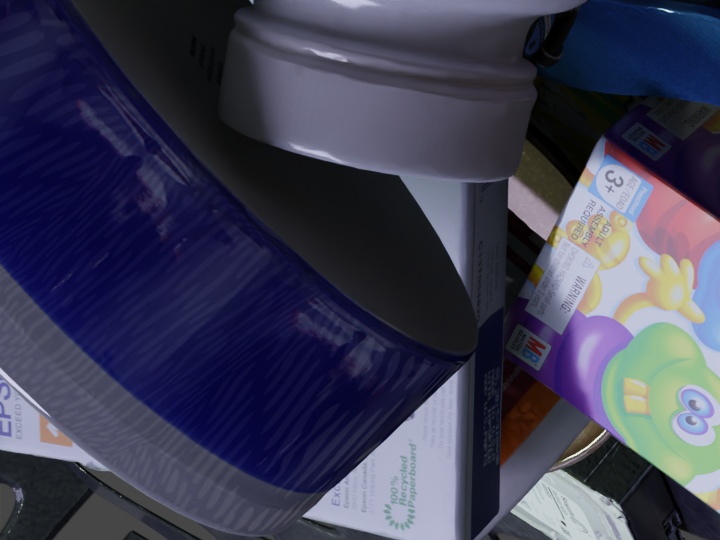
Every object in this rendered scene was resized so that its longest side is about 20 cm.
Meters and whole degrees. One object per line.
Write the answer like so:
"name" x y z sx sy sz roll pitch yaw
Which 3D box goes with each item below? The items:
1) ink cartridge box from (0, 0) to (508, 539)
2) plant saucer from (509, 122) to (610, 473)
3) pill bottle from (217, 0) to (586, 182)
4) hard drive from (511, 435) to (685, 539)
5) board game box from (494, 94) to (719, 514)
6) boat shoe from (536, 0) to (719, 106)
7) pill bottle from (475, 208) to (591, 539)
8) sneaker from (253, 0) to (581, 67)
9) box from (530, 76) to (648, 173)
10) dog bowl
"ink cartridge box" -0.045 -0.015 0.923 0.199 0.041 0.200 11 113 22
"plant saucer" 0.031 -0.007 1.076 0.200 0.037 0.201 21 134 23
"pill bottle" 0.020 -0.129 0.680 0.110 0.201 0.111 10 -169 -2
"hard drive" 0.100 0.109 1.539 0.200 0.038 0.140 32 163 33
"board game box" 0.165 0.028 0.903 0.200 0.105 0.103 36 129 13
"boat shoe" 0.091 -0.100 0.888 0.200 0.069 0.084 23 159 43
"pill bottle" 0.000 0.000 0.997 0.200 0.110 0.110 41 166 3
"sneaker" 0.061 -0.094 0.776 0.078 0.200 0.090 51 -155 -37
"box" 0.136 -0.023 1.033 0.200 0.048 0.117 39 166 4
"dog bowl" -0.059 -0.025 0.759 0.200 0.079 0.200 45 -166 -14
